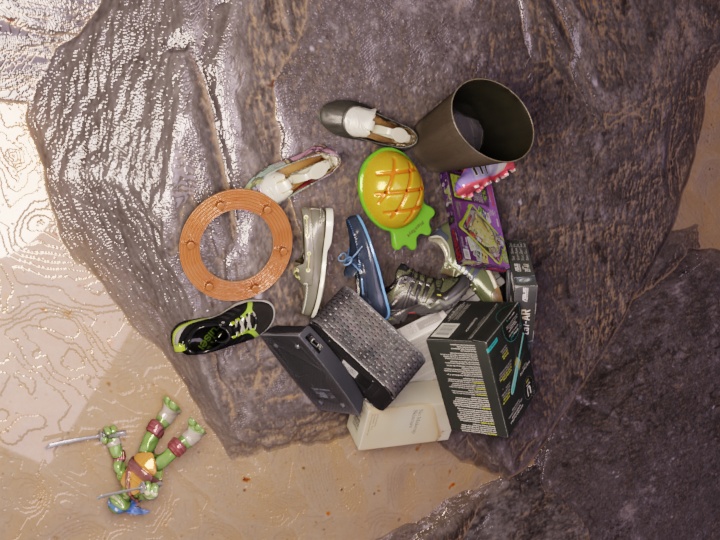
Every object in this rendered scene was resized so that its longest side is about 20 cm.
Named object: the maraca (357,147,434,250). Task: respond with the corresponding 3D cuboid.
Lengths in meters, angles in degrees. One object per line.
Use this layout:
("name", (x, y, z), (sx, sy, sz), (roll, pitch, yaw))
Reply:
("maraca", (0.067, -0.132, 1.561), (0.137, 0.107, 0.201), (-42, 116, -18))

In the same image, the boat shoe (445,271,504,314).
("boat shoe", (0.198, 0.046, 1.700), (0.199, 0.071, 0.070), (-32, 84, -16))

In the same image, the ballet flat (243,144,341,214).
("ballet flat", (-0.118, -0.161, 1.470), (0.199, 0.071, 0.070), (-32, 114, -21))

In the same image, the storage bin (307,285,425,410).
("storage bin", (0.004, 0.142, 1.509), (0.200, 0.135, 0.094), (43, 67, 6))

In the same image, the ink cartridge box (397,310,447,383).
("ink cartridge box", (0.123, 0.186, 1.665), (0.159, 0.050, 0.201), (-25, 131, -2))

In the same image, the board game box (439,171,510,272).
("board game box", (0.222, -0.097, 1.641), (0.119, 0.032, 0.202), (7, 61, -28))

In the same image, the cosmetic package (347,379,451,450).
("cosmetic package", (0.083, 0.278, 1.634), (0.198, 0.073, 0.105), (-2, 124, -23))

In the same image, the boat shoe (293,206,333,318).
("boat shoe", (-0.090, -0.015, 1.515), (0.059, 0.072, 0.204), (6, 103, -9))

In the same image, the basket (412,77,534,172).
("basket", (0.187, -0.253, 1.546), (0.179, 0.199, 0.138), (24, 76, -23))

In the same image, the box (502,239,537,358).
("box", (0.314, 0.053, 1.671), (0.043, 0.201, 0.162), (0, 118, 4))

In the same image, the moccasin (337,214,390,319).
("moccasin", (0.000, 0.000, 1.550), (0.067, 0.080, 0.202), (-16, 88, -3))

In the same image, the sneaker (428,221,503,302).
("sneaker", (0.200, -0.002, 1.654), (0.089, 0.067, 0.202), (-20, 76, -10))

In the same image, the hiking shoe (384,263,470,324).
("hiking shoe", (0.108, 0.032, 1.599), (0.198, 0.076, 0.102), (-19, 104, 4))

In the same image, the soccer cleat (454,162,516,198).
("soccer cleat", (0.233, -0.198, 1.646), (0.199, 0.067, 0.077), (-28, 84, -45))

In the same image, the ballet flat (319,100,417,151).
("ballet flat", (0.023, -0.265, 1.535), (0.198, 0.068, 0.069), (10, 95, -31))

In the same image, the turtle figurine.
("turtle figurine", (-0.359, 0.297, 1.370), (0.194, 0.143, 0.201), (-49, 122, -18))

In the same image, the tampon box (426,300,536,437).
("tampon box", (0.229, 0.179, 1.567), (0.150, 0.125, 0.202), (-41, 123, -46))

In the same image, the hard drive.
("hard drive", (-0.082, 0.177, 1.517), (0.042, 0.134, 0.201), (-51, 119, -31))

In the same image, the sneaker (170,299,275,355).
("sneaker", (-0.227, 0.108, 1.446), (0.198, 0.083, 0.073), (-20, 108, -26))

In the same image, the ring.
("ring", (-0.210, -0.040, 1.441), (0.198, 0.019, 0.203), (-8, 114, -19))
